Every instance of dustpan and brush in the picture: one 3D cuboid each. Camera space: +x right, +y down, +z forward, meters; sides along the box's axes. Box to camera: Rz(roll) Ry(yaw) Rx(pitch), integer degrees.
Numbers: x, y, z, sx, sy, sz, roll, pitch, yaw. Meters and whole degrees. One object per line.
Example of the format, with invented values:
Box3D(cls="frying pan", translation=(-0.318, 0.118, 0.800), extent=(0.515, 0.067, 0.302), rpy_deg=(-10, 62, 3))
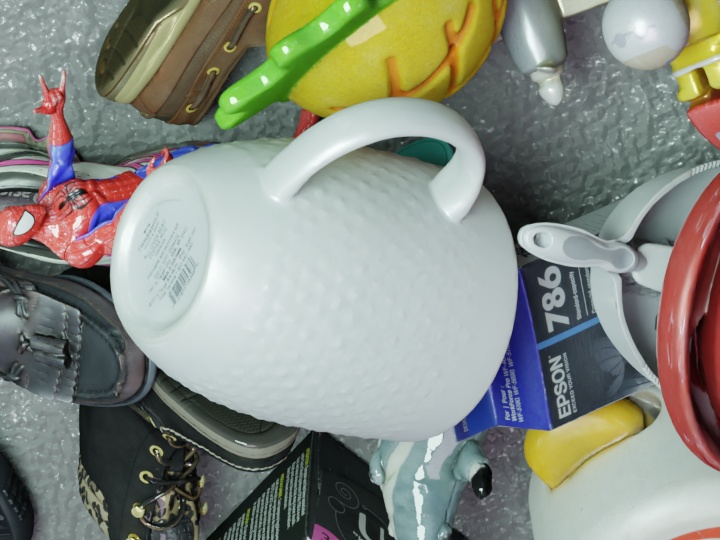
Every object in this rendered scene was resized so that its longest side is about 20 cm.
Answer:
Box3D(cls="dustpan and brush", translation=(0.150, -0.003, 1.297), extent=(0.199, 0.057, 0.141), rpy_deg=(13, 93, -32))

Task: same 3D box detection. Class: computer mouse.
Box3D(cls="computer mouse", translation=(-0.246, 0.089, 1.456), extent=(0.058, 0.034, 0.201), rpy_deg=(-4, 123, 29))

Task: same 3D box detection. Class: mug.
Box3D(cls="mug", translation=(-0.018, -0.012, 1.233), extent=(0.175, 0.148, 0.200), rpy_deg=(11, 133, -39))

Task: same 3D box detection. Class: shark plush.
Box3D(cls="shark plush", translation=(0.042, 0.108, 1.374), extent=(0.091, 0.201, 0.083), rpy_deg=(32, 160, -38))

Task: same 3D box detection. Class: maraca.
Box3D(cls="maraca", translation=(0.002, -0.125, 1.236), extent=(0.107, 0.200, 0.137), rpy_deg=(52, 130, 5))

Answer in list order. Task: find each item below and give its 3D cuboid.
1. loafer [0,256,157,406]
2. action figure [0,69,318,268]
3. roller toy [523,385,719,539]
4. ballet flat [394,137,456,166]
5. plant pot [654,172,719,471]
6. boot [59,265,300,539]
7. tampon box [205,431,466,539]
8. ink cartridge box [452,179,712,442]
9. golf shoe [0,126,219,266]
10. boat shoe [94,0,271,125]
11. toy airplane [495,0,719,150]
Box3D(cls="loafer", translation=(-0.200, 0.030, 1.350), extent=(0.199, 0.063, 0.072), rpy_deg=(23, 112, 36))
Box3D(cls="action figure", translation=(-0.100, -0.062, 1.293), extent=(0.199, 0.065, 0.099), rpy_deg=(-18, 142, -24))
Box3D(cls="roller toy", translation=(0.189, 0.152, 1.421), extent=(0.198, 0.140, 0.183), rpy_deg=(0, 127, -6))
Box3D(cls="ballet flat", translation=(0.000, 0.000, 1.396), extent=(0.071, 0.071, 0.200), rpy_deg=(42, 110, -18))
Box3D(cls="plant pot", translation=(0.262, 0.028, 1.241), extent=(0.182, 0.200, 0.202), rpy_deg=(15, 125, 39))
Box3D(cls="boot", translation=(-0.104, 0.096, 1.391), extent=(0.073, 0.200, 0.152), rpy_deg=(-24, 131, -35))
Box3D(cls="tampon box", translation=(-0.037, 0.230, 1.474), extent=(0.150, 0.126, 0.200), rpy_deg=(37, 112, -16))
Box3D(cls="ink cartridge box", translation=(0.133, 0.020, 1.350), extent=(0.199, 0.039, 0.100), rpy_deg=(-22, 111, -24))
Box3D(cls="golf shoe", translation=(-0.134, -0.028, 1.364), extent=(0.198, 0.092, 0.073), rpy_deg=(4, 116, -2))
Box3D(cls="boat shoe", translation=(-0.063, -0.157, 1.312), extent=(0.067, 0.072, 0.200), rpy_deg=(28, 120, -25))
Box3D(cls="toy airplane", translation=(0.158, -0.160, 1.259), extent=(0.198, 0.141, 0.201), rpy_deg=(25, 130, 9))
